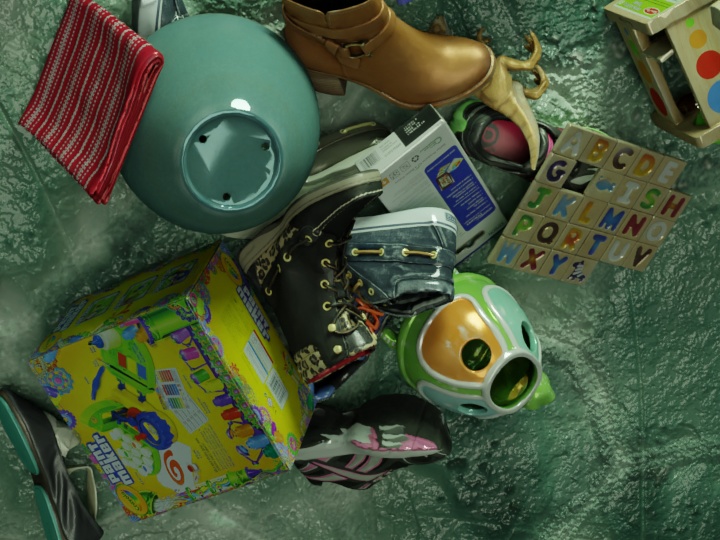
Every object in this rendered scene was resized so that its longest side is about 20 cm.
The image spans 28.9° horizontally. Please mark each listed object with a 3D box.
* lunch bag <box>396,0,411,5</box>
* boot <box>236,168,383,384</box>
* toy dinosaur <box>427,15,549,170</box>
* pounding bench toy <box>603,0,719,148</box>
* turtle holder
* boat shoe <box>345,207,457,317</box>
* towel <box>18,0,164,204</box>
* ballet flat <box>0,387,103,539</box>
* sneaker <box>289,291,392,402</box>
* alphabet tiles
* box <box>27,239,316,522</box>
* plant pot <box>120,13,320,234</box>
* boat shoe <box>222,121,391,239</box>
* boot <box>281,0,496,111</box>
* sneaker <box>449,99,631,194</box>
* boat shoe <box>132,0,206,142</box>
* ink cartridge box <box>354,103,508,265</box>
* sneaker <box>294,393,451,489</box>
[{"bbox_3d":[0.081,-0.368,1.292,0.199,0.127,0.171,-33,111,-9],"label":"lunch bag"},{"bbox_3d":[-0.025,0.007,1.309,0.199,0.073,0.152,-33,77,40],"label":"boot"},{"bbox_3d":[0.143,-0.175,1.373,0.106,0.200,0.061,-32,154,-19],"label":"toy dinosaur"},{"bbox_3d":[0.350,-0.204,1.352,0.123,0.200,0.157,-29,109,0],"label":"pounding bench toy"},{"bbox_3d":[0.119,0.094,1.427,0.140,0.131,0.187,-36,135,-18],"label":"turtle holder"},{"bbox_3d":[0.000,0.000,1.369,0.198,0.092,0.071,-10,152,24],"label":"boat shoe"},{"bbox_3d":[-0.248,-0.160,1.264,0.022,0.200,0.146,15,105,-39],"label":"towel"},{"bbox_3d":[-0.314,0.203,1.436,0.072,0.073,0.202,-19,103,-4],"label":"ballet flat"},{"bbox_3d":[-0.003,0.057,1.434,0.075,0.079,0.201,28,101,-18],"label":"sneaker"},{"bbox_3d":[0.245,-0.057,1.437,0.198,0.008,0.168,13,119,-32],"label":"alphabet tiles"},{"bbox_3d":[-0.180,0.110,1.362,0.191,0.122,0.201,-20,112,22],"label":"box"},{"bbox_3d":[-0.123,-0.116,1.248,0.197,0.135,0.203,-5,112,-12],"label":"plant pot"},{"bbox_3d":[-0.056,-0.091,1.389,0.199,0.061,0.072,-20,140,-3],"label":"boat shoe"},{"bbox_3d":[0.024,-0.223,1.296,0.197,0.156,0.078,8,68,12],"label":"boot"},{"bbox_3d":[0.185,-0.115,1.411,0.197,0.084,0.078,11,106,-13],"label":"sneaker"},{"bbox_3d":[-0.169,-0.215,1.322,0.090,0.071,0.203,0,111,-15],"label":"boat shoe"},{"bbox_3d":[0.076,-0.076,1.402,0.094,0.037,0.200,-38,140,2],"label":"ink cartridge box"},{"bbox_3d":[0.012,0.186,1.456,0.198,0.081,0.087,-3,130,34],"label":"sneaker"}]
